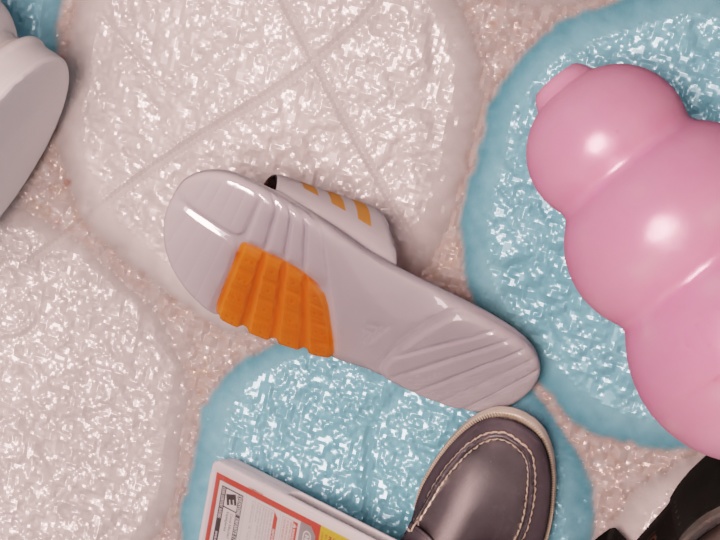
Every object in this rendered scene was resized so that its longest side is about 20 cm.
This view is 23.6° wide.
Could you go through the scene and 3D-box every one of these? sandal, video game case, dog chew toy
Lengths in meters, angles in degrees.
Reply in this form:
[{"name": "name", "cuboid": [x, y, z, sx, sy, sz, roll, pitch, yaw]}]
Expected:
[{"name": "sandal", "cuboid": [-0.004, 0.006, 0.865, 0.206, 0.059, 0.079, 28, 125, -16]}, {"name": "video game case", "cuboid": [-0.014, 0.196, 0.875, 0.200, 0.017, 0.143, 21, 106, 38]}, {"name": "dog chew toy", "cuboid": [0.152, -0.011, 0.792, 0.125, 0.125, 0.200, -40, 83, 18]}]

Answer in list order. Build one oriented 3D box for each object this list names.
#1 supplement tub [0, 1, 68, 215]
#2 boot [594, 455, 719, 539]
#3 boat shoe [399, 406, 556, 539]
[{"name": "supplement tub", "cuboid": [-0.261, -0.105, 0.851, 0.200, 0.140, 0.140, 33, 107, 4]}, {"name": "boot", "cuboid": [0.204, 0.184, 0.855, 0.200, 0.069, 0.174, -38, 97, 22]}, {"name": "boat shoe", "cuboid": [0.044, 0.165, 0.880, 0.073, 0.063, 0.200, 25, 109, 6]}]
